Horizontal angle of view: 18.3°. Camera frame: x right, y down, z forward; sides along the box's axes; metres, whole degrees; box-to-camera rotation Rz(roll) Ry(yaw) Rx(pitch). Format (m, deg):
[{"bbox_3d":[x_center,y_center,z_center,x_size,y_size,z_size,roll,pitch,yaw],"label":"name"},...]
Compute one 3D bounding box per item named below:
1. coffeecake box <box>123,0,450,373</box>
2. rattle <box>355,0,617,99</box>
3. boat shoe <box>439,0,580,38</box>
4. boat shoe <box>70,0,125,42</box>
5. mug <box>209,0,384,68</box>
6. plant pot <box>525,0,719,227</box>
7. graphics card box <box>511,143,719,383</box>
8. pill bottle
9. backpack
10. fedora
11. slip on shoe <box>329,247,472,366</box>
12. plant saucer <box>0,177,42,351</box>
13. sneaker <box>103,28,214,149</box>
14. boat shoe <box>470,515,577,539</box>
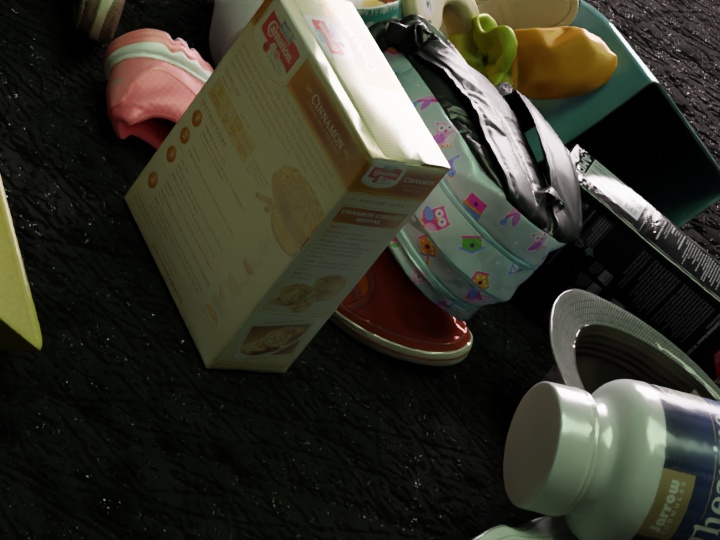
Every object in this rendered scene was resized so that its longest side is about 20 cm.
[{"bbox_3d":[-0.052,-0.057,1.458,0.073,0.200,0.154,5,45,-43],"label":"coffeecake box"},{"bbox_3d":[0.082,-0.178,1.672,0.142,0.131,0.200,15,-22,34],"label":"rattle"},{"bbox_3d":[0.085,-0.206,1.828,0.060,0.199,0.072,-65,136,-63],"label":"boat shoe"},{"bbox_3d":[-0.208,-0.236,1.658,0.074,0.075,0.203,15,31,-13],"label":"boat shoe"},{"bbox_3d":[-0.031,-0.193,1.710,0.185,0.150,0.154,16,41,0],"label":"mug"},{"bbox_3d":[0.181,-0.124,1.826,0.141,0.141,0.201,47,14,-38],"label":"plant pot"},{"bbox_3d":[0.199,0.014,1.710,0.200,0.126,0.051,38,38,-1],"label":"graphics card box"},{"bbox_3d":[0.198,0.133,1.450,0.198,0.111,0.111,15,38,-19],"label":"pill bottle"},{"bbox_3d":[0.067,-0.066,1.583,0.166,0.127,0.201,23,30,-44],"label":"backpack"},{"bbox_3d":[0.185,0.116,1.598,0.199,0.090,0.178,30,33,-21],"label":"fedora"},{"bbox_3d":[0.000,0.000,1.578,0.199,0.061,0.074,36,30,-10],"label":"slip on shoe"},{"bbox_3d":[-0.278,-0.055,1.305,0.200,0.048,0.201,46,15,-44],"label":"plant saucer"},{"bbox_3d":[-0.098,-0.094,1.603,0.199,0.074,0.087,21,49,-21],"label":"sneaker"},{"bbox_3d":[0.090,0.204,1.406,0.065,0.074,0.201,52,25,18],"label":"boat shoe"}]
